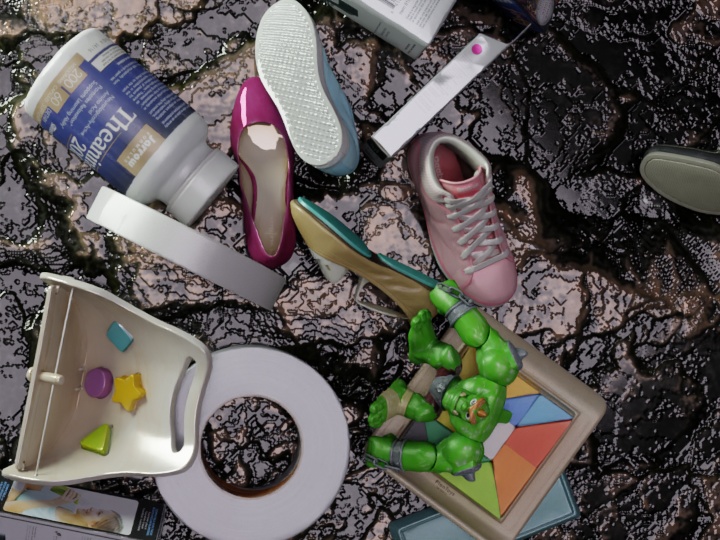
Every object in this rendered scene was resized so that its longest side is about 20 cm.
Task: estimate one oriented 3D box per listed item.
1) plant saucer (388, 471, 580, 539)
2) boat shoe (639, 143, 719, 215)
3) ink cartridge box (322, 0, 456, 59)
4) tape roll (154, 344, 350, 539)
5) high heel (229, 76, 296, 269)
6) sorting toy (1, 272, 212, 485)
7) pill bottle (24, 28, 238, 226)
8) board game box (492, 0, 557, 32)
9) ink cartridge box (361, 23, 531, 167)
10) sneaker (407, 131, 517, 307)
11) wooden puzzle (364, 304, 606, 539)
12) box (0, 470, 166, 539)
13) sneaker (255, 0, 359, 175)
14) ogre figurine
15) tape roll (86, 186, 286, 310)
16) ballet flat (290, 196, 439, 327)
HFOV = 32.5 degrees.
[{"bbox_3d":[0.134,0.266,1.309,0.200,0.019,0.070,-20,91,-5],"label":"plant saucer"},{"bbox_3d":[0.399,-0.102,1.332,0.200,0.072,0.068,12,51,1],"label":"boat shoe"},{"bbox_3d":[0.016,-0.336,1.275,0.200,0.083,0.147,32,86,-6],"label":"ink cartridge box"},{"bbox_3d":[-0.112,0.176,1.260,0.200,0.066,0.201,0,89,-5],"label":"tape roll"},{"bbox_3d":[-0.099,-0.102,1.251,0.067,0.096,0.200,0,89,-6],"label":"high heel"},{"bbox_3d":[-0.230,0.118,1.192,0.180,0.107,0.200,10,88,24],"label":"sorting toy"},{"bbox_3d":[-0.224,-0.137,1.231,0.200,0.111,0.111,40,85,-4],"label":"pill bottle"},{"bbox_3d":[0.185,-0.366,1.275,0.035,0.135,0.200,18,86,35],"label":"board game box"},{"bbox_3d":[0.086,-0.187,1.274,0.200,0.095,0.037,-42,93,-6],"label":"ink cartridge box"},{"bbox_3d":[0.109,-0.053,1.271,0.075,0.105,0.201,-25,93,-8],"label":"sneaker"},{"bbox_3d":[0.131,0.164,1.290,0.185,0.037,0.200,36,85,4],"label":"wooden puzzle"},{"bbox_3d":[-0.301,0.271,1.216,0.200,0.060,0.117,12,120,-5],"label":"box"},{"bbox_3d":[-0.053,-0.183,1.280,0.074,0.082,0.200,-20,70,15],"label":"sneaker"},{"bbox_3d":[0.090,0.120,1.238,0.120,0.098,0.200,23,73,22],"label":"ogre figurine"},{"bbox_3d":[-0.168,-0.021,1.190,0.203,0.203,0.037,28,86,-5],"label":"tape roll"},{"bbox_3d":[0.000,0.000,1.263,0.200,0.069,0.063,32,100,-18],"label":"ballet flat"}]
